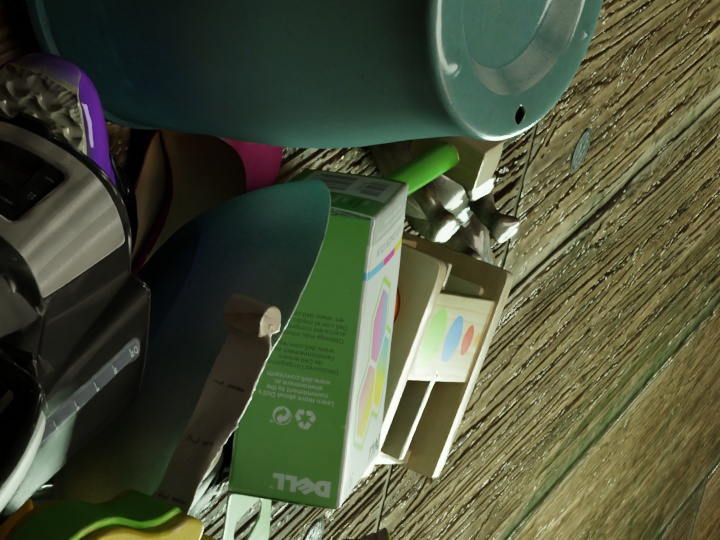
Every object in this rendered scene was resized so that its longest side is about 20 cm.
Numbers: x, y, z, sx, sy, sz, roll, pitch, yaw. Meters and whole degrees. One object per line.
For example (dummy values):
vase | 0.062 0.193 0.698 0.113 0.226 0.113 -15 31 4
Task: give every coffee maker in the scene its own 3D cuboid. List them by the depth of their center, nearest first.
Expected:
coffee maker | -0.187 0.058 1.037 0.200 0.135 0.192 -46 176 -47

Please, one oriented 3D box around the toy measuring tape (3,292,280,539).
toy measuring tape | -0.095 0.091 1.044 0.200 0.073 0.074 -64 161 -10

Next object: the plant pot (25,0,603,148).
plant pot | -0.007 -0.138 1.114 0.200 0.188 0.200 -29 127 -47

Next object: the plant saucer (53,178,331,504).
plant saucer | -0.087 0.034 1.174 0.201 0.039 0.201 -50 -163 21

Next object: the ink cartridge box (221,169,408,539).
ink cartridge box | -0.022 0.057 1.319 0.104 0.059 0.200 -45 142 -75

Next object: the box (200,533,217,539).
box | -0.131 0.244 1.489 0.200 0.048 0.118 -40 146 -52

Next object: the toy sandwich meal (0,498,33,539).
toy sandwich meal | -0.141 0.182 1.152 0.070 0.205 0.205 -27 143 -24

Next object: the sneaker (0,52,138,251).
sneaker | -0.133 -0.030 1.151 0.100 0.069 0.200 -55 164 -43

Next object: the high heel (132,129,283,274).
high heel | -0.087 -0.020 1.272 0.096 0.067 0.200 -60 166 -54

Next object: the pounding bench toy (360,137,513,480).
pounding bench toy | 0.000 0.000 1.455 0.200 0.124 0.156 -69 161 3

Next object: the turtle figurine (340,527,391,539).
turtle figurine | -0.066 0.166 1.264 0.200 0.161 0.064 97 -20 -53

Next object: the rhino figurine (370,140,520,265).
rhino figurine | 0.054 -0.044 1.627 0.060 0.087 0.200 -36 159 -2

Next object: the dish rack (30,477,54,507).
dish rack | -0.152 0.192 1.307 0.172 0.043 0.200 6 91 -70

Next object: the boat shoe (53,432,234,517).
boat shoe | -0.094 0.104 1.301 0.200 0.072 0.068 -57 144 -65
